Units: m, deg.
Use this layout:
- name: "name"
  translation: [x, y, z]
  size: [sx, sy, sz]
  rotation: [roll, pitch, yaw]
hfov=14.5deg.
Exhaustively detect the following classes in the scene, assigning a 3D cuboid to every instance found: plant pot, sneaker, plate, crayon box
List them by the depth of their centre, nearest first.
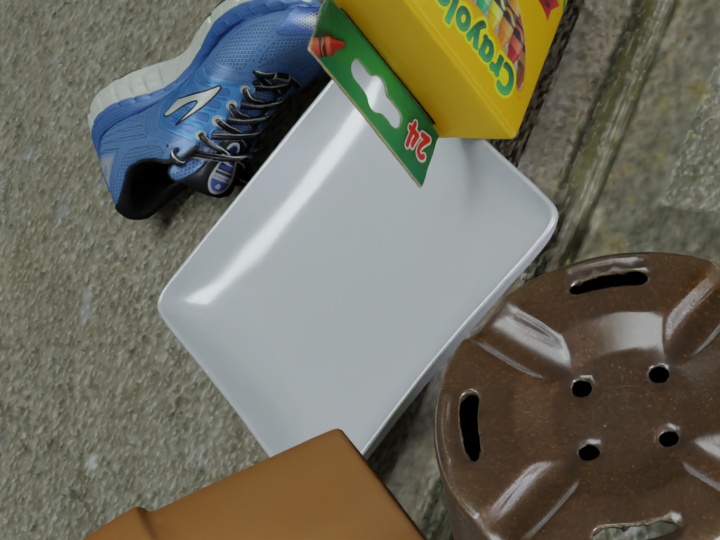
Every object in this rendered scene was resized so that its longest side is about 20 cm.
- name: "plant pot"
  translation: [0.122, 0.110, 1.150]
  size: [0.200, 0.199, 0.201]
  rotation: [-8, 50, 9]
- name: "plant pot"
  translation: [-0.024, 0.168, 1.320]
  size: [0.140, 0.200, 0.200]
  rotation: [-38, 45, -2]
- name: "crayon box"
  translation: [0.053, -0.157, 1.436]
  size: [0.051, 0.127, 0.200]
  rotation: [3, 61, 36]
- name: "plate"
  translation: [0.000, 0.000, 1.492]
  size: [0.200, 0.032, 0.200]
  rotation: [-50, 45, 9]
- name: "sneaker"
  translation: [-0.070, -0.087, 1.582]
  size: [0.200, 0.078, 0.089]
  rotation: [-33, 54, 36]
